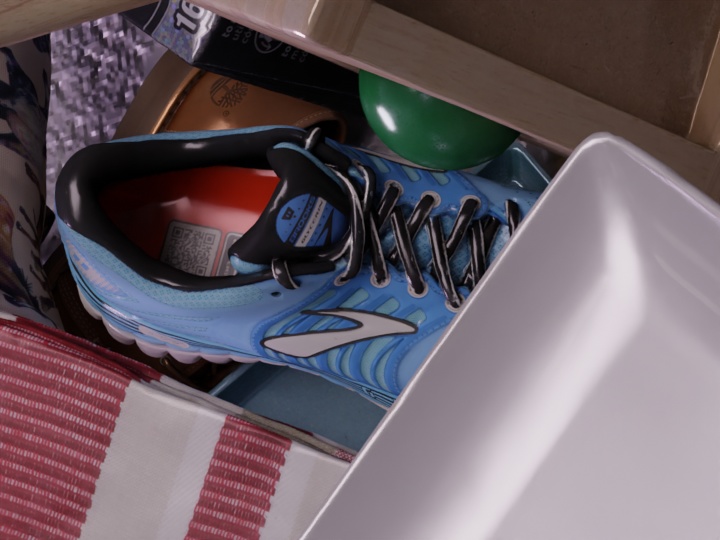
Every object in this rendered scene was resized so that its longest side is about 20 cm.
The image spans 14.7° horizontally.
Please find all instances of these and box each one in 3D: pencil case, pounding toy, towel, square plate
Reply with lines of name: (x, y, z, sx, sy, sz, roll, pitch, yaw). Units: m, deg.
pencil case: (-0.134, -0.042, 0.914, 0.078, 0.089, 0.200, 107, 162, -53)
pounding toy: (0.016, -0.109, 0.758, 0.142, 0.184, 0.200, 26, 95, 52)
towel: (-0.059, 0.104, 0.824, 0.200, 0.023, 0.144, 21, 103, 9)
square plate: (0.065, 0.098, 0.603, 0.198, 0.028, 0.200, 38, 94, 36)

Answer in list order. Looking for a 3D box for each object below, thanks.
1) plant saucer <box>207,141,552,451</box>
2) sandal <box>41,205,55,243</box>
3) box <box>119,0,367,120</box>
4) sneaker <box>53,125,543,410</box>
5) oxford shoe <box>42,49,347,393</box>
plant saucer: (-0.007, 0.049, 0.859, 0.200, 0.019, 0.070, -41, 73, -1)
sandal: (-0.190, 0.028, 1.017, 0.200, 0.082, 0.055, -33, 103, 36)
box: (-0.004, -0.163, 0.875, 0.115, 0.132, 0.200, 36, 104, 35)
sneaker: (0.000, 0.000, 0.813, 0.200, 0.090, 0.078, 5, 75, 14)
oxford shoe: (-0.067, 0.021, 0.932, 0.071, 0.071, 0.200, 30, 99, 34)
